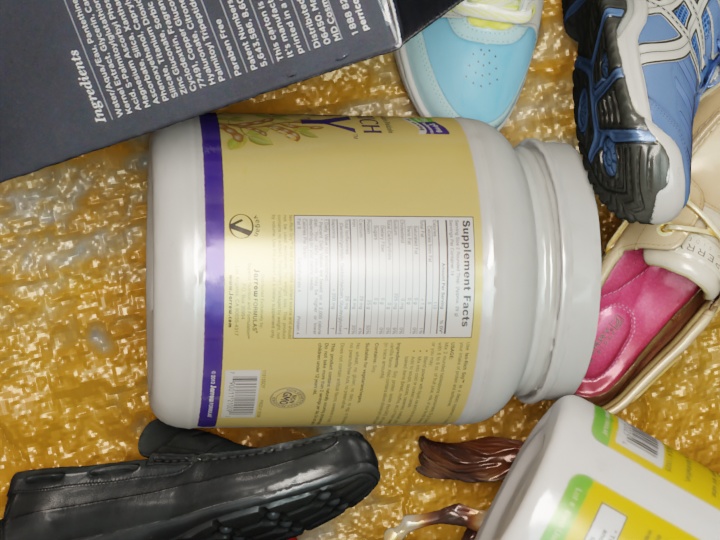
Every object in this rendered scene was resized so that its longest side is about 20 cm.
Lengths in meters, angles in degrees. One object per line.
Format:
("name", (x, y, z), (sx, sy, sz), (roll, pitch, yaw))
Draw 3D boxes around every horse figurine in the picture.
("horse figurine", (0.094, 0.167, 0.771), (0.131, 0.050, 0.202), (-22, 81, 3))

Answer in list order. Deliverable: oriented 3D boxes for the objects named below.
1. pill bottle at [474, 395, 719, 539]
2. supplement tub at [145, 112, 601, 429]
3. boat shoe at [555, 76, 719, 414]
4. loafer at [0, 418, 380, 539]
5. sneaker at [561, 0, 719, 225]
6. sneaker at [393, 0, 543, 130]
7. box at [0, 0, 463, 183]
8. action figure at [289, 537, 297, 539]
("pill bottle", (0.153, 0.151, 0.685), (0.199, 0.111, 0.112), (29, 95, 2))
("supplement tub", (0.000, 0.000, 0.714), (0.197, 0.145, 0.147), (0, 101, -10))
("boat shoe", (0.157, -0.007, 0.735), (0.073, 0.069, 0.201), (28, 109, -8))
("loafer", (-0.088, 0.104, 0.737), (0.198, 0.068, 0.071), (-16, 65, 15))
("sneaker", (0.138, -0.104, 0.697), (0.076, 0.202, 0.076), (6, 141, -3))
("sneaker", (0.064, -0.154, 0.702), (0.079, 0.131, 0.203), (1, 101, -11))
("box", (-0.066, -0.127, 0.640), (0.198, 0.148, 0.105), (-15, 104, 21))
("action figure", (-0.015, 0.190, 0.750), (0.199, 0.065, 0.100), (21, 100, 31))
